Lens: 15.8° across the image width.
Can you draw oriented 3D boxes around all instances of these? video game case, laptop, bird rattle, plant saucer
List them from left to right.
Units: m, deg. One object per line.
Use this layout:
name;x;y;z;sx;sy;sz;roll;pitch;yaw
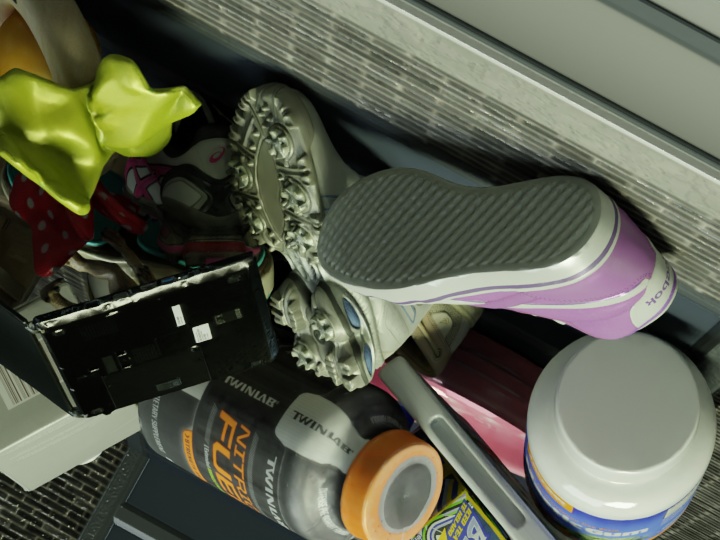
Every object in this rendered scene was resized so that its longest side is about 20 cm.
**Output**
bird rattle;-0.162;-0.097;1.465;0.200;0.112;0.164;129;120;-79
laptop;-0.160;0.009;1.493;0.177;0.199;0.104;81;171;-70
plant saucer;0.081;0.085;1.811;0.200;0.051;0.201;27;168;6
video game case;0.095;0.147;1.663;0.182;0.024;0.200;50;180;21

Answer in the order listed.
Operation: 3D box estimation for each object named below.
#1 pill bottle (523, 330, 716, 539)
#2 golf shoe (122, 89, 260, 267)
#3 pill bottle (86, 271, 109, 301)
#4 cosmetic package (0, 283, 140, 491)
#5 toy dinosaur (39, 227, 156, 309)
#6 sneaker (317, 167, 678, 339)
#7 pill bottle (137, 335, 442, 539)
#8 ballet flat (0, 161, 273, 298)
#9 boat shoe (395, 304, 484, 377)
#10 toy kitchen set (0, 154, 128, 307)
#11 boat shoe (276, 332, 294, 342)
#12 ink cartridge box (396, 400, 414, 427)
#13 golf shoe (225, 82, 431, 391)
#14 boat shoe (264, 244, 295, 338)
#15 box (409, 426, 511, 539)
pill bottle;0.153;0.098;1.540;0.112;0.112;0.200;27;169;9
golf shoe;-0.098;-0.067;1.564;0.072;0.093;0.200;-1;-165;-16
pill bottle;-0.140;0.011;1.863;0.112;0.112;0.200;29;169;1
cosmetic package;-0.213;0.082;1.756;0.090;0.106;0.200;61;174;7
toy dinosaur;-0.147;0.025;1.594;0.101;0.058;0.200;38;154;-21
sneaker;0.075;0.002;1.374;0.200;0.073;0.114;6;161;42
pill bottle;-0.041;0.106;1.644;0.200;0.107;0.106;25;168;39
ballet flat;-0.144;-0.015;1.653;0.199;0.070;0.069;26;168;21
boat shoe;0.000;0.000;1.598;0.072;0.065;0.200;16;163;47
toy kitchen set;-0.275;-0.068;1.721;0.199;0.164;0.180;21;166;31
boat shoe;-0.042;0.035;1.813;0.060;0.076;0.200;43;169;-3
ink cartridge box;-0.045;0.093;1.782;0.199;0.039;0.099;8;177;36
golf shoe;-0.012;-0.034;1.475;0.078;0.097;0.201;28;144;43
boat shoe;-0.064;-0.002;1.683;0.199;0.073;0.063;25;-162;1
box;0.048;0.165;1.717;0.064;0.070;0.200;51;-179;-11
